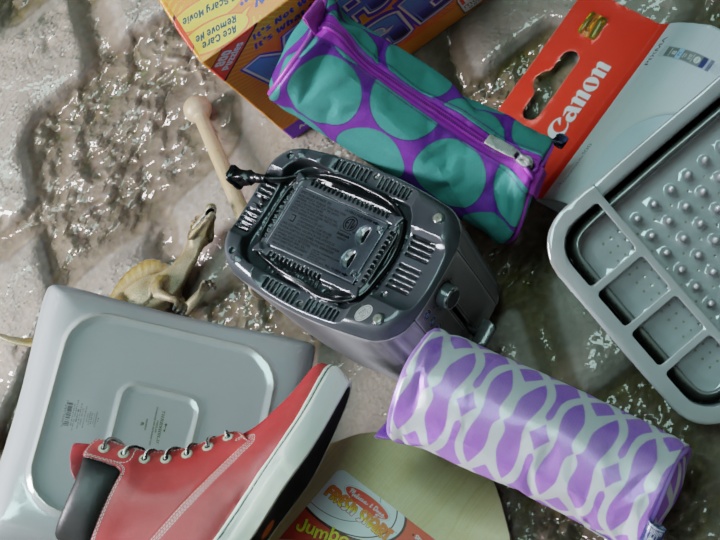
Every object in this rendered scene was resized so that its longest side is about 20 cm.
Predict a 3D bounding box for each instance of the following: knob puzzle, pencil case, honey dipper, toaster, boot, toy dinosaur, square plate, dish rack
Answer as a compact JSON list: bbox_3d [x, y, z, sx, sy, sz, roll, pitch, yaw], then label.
[{"bbox_3d":[0.015,0.193,1.426,0.219,0.030,0.220,-6,61,10],"label":"knob puzzle"},{"bbox_3d":[0.036,-0.103,1.451,0.200,0.092,0.085,31,67,-5],"label":"pencil case"},{"bbox_3d":[-0.099,-0.061,1.620,0.038,0.038,0.200,-33,52,8],"label":"honey dipper"},{"bbox_3d":[0.000,0.000,1.476,0.200,0.129,0.114,23,76,34],"label":"toaster"},{"bbox_3d":[-0.108,0.119,1.423,0.144,0.072,0.200,33,76,14],"label":"boot"},{"bbox_3d":[0.112,0.110,1.363,0.200,0.086,0.084,27,36,15],"label":"pencil case"},{"bbox_3d":[-0.173,0.034,1.608,0.200,0.058,0.101,-33,39,8],"label":"toy dinosaur"},{"bbox_3d":[-0.144,0.115,1.487,0.198,0.028,0.200,14,64,-4],"label":"square plate"},{"bbox_3d":[0.239,-0.019,1.383,0.200,0.044,0.172,-41,84,3],"label":"dish rack"}]

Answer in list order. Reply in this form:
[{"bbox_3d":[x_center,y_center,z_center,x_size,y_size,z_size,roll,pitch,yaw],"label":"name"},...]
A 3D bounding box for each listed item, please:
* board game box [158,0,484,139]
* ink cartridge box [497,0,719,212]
[{"bbox_3d":[-0.051,-0.254,1.565,0.200,0.200,0.200,-35,71,7],"label":"board game box"},{"bbox_3d":[0.183,-0.108,1.488,0.200,0.047,0.160,32,83,33],"label":"ink cartridge box"}]
